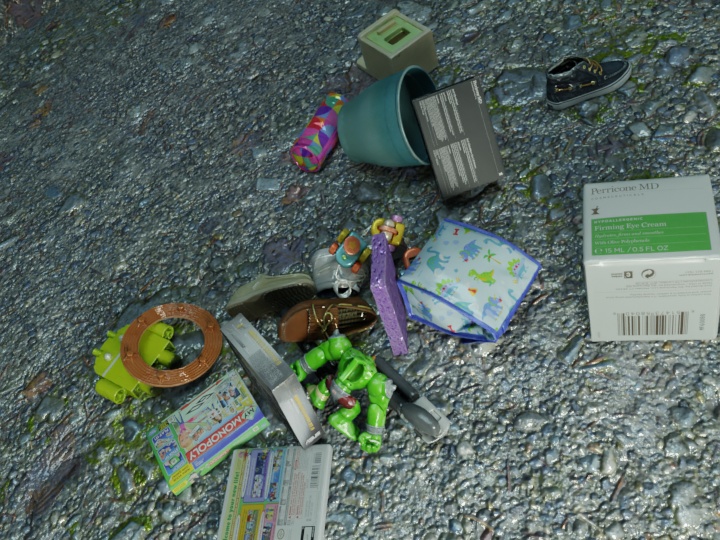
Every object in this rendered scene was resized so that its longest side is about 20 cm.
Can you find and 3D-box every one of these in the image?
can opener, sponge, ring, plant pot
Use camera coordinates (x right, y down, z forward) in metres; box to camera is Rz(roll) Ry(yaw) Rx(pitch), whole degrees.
[{"bbox_3d":[0.070,0.204,1.223,0.053,0.068,0.199,-37,49,-14],"label":"can opener"},{"bbox_3d":[-0.101,0.135,1.349,0.077,0.064,0.201,-29,48,-8],"label":"can opener"},{"bbox_3d":[0.050,0.044,1.274,0.029,0.202,0.114,-8,49,10],"label":"sponge"},{"bbox_3d":[-0.367,0.137,1.435,0.194,0.020,0.204,3,46,-3],"label":"ring"},{"bbox_3d":[0.056,-0.314,1.584,0.184,0.201,0.204,-5,48,34],"label":"plant pot"}]

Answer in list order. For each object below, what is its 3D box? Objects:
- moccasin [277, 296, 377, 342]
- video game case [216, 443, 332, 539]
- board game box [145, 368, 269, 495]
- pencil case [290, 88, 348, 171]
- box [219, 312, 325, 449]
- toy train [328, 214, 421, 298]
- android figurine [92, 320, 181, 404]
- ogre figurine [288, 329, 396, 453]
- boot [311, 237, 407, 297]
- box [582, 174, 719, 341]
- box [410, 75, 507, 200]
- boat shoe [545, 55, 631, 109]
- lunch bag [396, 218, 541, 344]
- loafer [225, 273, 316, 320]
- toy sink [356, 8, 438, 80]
[{"bbox_3d":[-0.057,0.094,1.309,0.197,0.076,0.077,-1,17,-38],"label":"moccasin"},{"bbox_3d":[-0.139,0.380,1.188,0.177,0.022,0.204,-7,51,15],"label":"video game case"},{"bbox_3d":[-0.273,0.282,1.316,0.198,0.029,0.135,-36,48,-10],"label":"board game box"},{"bbox_3d":[-0.085,-0.323,1.712,0.086,0.089,0.203,14,59,29],"label":"pencil case"},{"bbox_3d":[-0.149,0.184,1.248,0.048,0.161,0.199,-34,41,-17],"label":"box"},{"bbox_3d":[0.038,-0.023,1.371,0.194,0.056,0.155,-11,83,-2],"label":"toy train"},{"bbox_3d":[-0.449,0.175,1.465,0.196,0.042,0.184,20,61,30],"label":"android figurine"},{"bbox_3d":[-0.021,0.190,1.216,0.121,0.097,0.200,-53,52,14],"label":"ogre figurine"},{"bbox_3d":[0.000,0.000,1.430,0.194,0.074,0.098,-12,61,14],"label":"boot"},{"bbox_3d":[0.455,-0.015,1.169,0.193,0.202,0.174,-3,48,20],"label":"box"},{"bbox_3d":[0.195,-0.263,1.473,0.137,0.205,0.079,-17,12,6],"label":"box"},{"bbox_3d":[0.484,-0.419,1.568,0.196,0.092,0.072,-25,47,-1],"label":"boat shoe"},{"bbox_3d":[0.192,0.025,1.286,0.197,0.129,0.171,19,59,36],"label":"lunch bag"},{"bbox_3d":[-0.175,0.039,1.438,0.195,0.076,0.070,-15,47,20],"label":"loafer"},{"bbox_3d":[0.076,-0.549,1.817,0.129,0.113,0.200,-35,48,-12],"label":"toy sink"}]
